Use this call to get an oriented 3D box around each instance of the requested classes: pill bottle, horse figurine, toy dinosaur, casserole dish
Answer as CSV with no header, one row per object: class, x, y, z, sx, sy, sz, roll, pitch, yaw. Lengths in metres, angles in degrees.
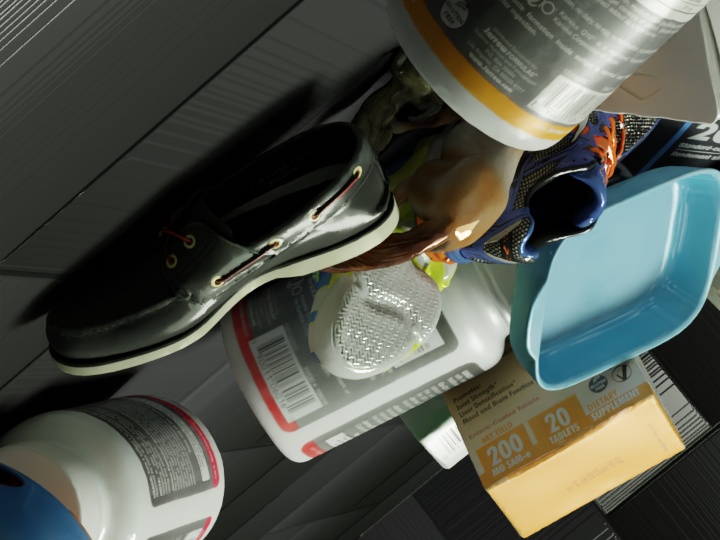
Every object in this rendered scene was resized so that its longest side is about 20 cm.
pill bottle,0.115,-0.159,1.164,0.200,0.116,0.116,-44,169,24
horse figurine,0.049,-0.061,1.371,0.132,0.050,0.200,-3,-138,44
toy dinosaur,0.066,-0.125,1.341,0.200,0.048,0.088,-37,-173,-4
pill bottle,-0.166,0.137,1.506,0.111,0.111,0.200,-41,170,14
pill bottle,0.021,0.031,1.585,0.200,0.114,0.114,-27,172,8
casserole dish,0.156,-0.002,1.535,0.200,0.039,0.121,-21,128,-41

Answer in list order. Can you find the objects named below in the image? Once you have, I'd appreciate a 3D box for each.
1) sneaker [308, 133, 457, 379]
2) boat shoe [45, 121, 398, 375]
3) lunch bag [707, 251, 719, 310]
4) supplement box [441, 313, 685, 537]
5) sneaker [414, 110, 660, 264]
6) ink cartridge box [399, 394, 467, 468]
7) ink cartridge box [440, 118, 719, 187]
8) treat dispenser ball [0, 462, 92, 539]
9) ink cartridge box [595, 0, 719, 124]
sneaker,0.000,0.000,1.469,0.105,0.076,0.200,-15,-153,39
boat shoe,-0.079,-0.013,1.296,0.201,0.074,0.063,-27,131,-4
lunch bag,0.323,-0.021,1.625,0.164,0.200,0.118,-39,-152,37
supplement box,0.114,0.058,1.640,0.126,0.200,0.074,-30,138,6
sneaker,0.121,-0.056,1.452,0.200,0.078,0.075,-40,134,-32
ink cartridge box,0.071,0.026,1.775,0.161,0.200,0.050,-38,136,1
ink cartridge box,0.167,-0.099,1.569,0.198,0.044,0.200,5,148,-24
treat dispenser ball,-0.224,0.193,1.281,0.201,0.201,0.201,-37,170,-7
ink cartridge box,0.230,-0.160,1.421,0.200,0.083,0.146,-25,-161,-27
